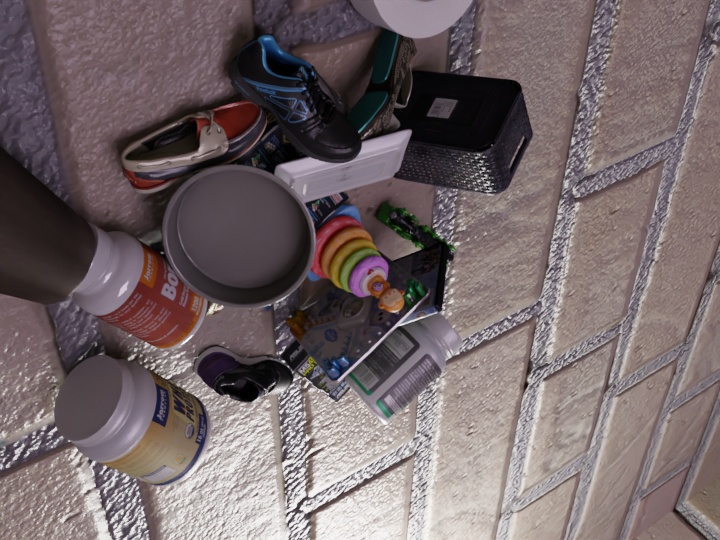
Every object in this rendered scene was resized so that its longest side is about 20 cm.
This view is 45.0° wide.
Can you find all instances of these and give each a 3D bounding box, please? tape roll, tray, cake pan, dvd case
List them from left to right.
[{"bbox_3d":[-0.154,-0.047,1.122,0.197,0.037,0.203,1,117,1],"label":"cake pan"},{"bbox_3d":[-0.024,-0.134,1.191,0.198,0.022,0.108,-18,158,-16],"label":"tray"},{"bbox_3d":[0.047,0.037,1.371,0.198,0.144,0.018,-21,126,29],"label":"dvd case"},{"bbox_3d":[0.072,-0.412,1.131,0.201,0.071,0.205,-19,125,-30],"label":"tape roll"}]

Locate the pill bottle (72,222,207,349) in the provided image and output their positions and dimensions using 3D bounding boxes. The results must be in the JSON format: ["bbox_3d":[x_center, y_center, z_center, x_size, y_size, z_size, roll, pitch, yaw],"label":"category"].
[{"bbox_3d":[-0.300,0.019,1.132,0.112,0.112,0.200,-48,141,2],"label":"pill bottle"}]

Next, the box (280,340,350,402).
[{"bbox_3d":[-0.022,0.121,1.519,0.200,0.044,0.160,-47,140,-1],"label":"box"}]

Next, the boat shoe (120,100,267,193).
[{"bbox_3d":[-0.207,-0.165,1.092,0.198,0.072,0.063,-29,155,-14],"label":"boat shoe"}]

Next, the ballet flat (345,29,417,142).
[{"bbox_3d":[0.035,-0.241,1.208,0.075,0.067,0.202,35,69,-39],"label":"ballet flat"}]

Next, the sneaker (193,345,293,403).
[{"bbox_3d":[-0.174,0.186,1.400,0.199,0.088,0.076,17,109,-48],"label":"sneaker"}]

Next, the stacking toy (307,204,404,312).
[{"bbox_3d":[0.000,0.000,1.317,0.115,0.200,0.111,-31,138,-17],"label":"stacking toy"}]

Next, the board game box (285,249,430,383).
[{"bbox_3d":[-0.011,0.059,1.362,0.200,0.200,0.026,-43,122,-5],"label":"board game box"}]

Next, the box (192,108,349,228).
[{"bbox_3d":[-0.121,-0.117,1.232,0.159,0.046,0.200,-43,140,-4],"label":"box"}]

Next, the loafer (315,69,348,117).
[{"bbox_3d":[-0.048,-0.219,1.212,0.063,0.071,0.201,-60,151,-22],"label":"loafer"}]

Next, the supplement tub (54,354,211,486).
[{"bbox_3d":[-0.323,0.215,1.246,0.145,0.144,0.200,-46,141,-1],"label":"supplement tub"}]

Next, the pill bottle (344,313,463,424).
[{"bbox_3d":[0.078,0.162,1.521,0.200,0.113,0.113,-42,140,-6],"label":"pill bottle"}]

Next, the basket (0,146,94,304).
[{"bbox_3d":[-0.407,-0.049,0.971,0.181,0.136,0.200,-47,144,5],"label":"basket"}]

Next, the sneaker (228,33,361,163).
[{"bbox_3d":[-0.074,-0.211,1.094,0.199,0.082,0.074,36,55,-15],"label":"sneaker"}]

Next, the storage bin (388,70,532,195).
[{"bbox_3d":[0.133,-0.202,1.254,0.136,0.198,0.094,-61,146,-24],"label":"storage bin"}]

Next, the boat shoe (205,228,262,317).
[{"bbox_3d":[-0.181,-0.008,1.229,0.067,0.072,0.200,-15,154,-46],"label":"boat shoe"}]

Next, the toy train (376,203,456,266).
[{"bbox_3d":[0.096,-0.059,1.468,0.199,0.056,0.042,32,83,-50],"label":"toy train"}]
